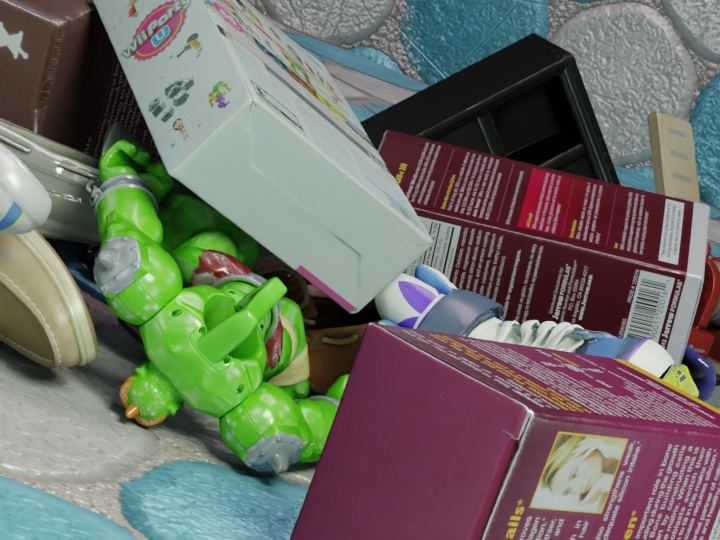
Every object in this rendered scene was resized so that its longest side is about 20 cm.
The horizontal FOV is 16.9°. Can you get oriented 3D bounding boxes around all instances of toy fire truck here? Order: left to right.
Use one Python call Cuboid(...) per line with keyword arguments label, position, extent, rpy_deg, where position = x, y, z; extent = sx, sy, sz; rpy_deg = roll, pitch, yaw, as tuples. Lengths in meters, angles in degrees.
Cuboid(label="toy fire truck", position=(0.245, 0.004, 1.775), extent=(0.175, 0.201, 0.128), rpy_deg=(11, 15, -47))

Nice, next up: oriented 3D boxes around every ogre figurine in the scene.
Cuboid(label="ogre figurine", position=(-0.074, 0.028, 1.240), extent=(0.098, 0.201, 0.120), rpy_deg=(-18, 12, 17))

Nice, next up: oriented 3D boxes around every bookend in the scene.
Cuboid(label="bookend", position=(0.119, -0.074, 2.157), extent=(0.199, 0.200, 0.092), rpy_deg=(-27, 24, -10))

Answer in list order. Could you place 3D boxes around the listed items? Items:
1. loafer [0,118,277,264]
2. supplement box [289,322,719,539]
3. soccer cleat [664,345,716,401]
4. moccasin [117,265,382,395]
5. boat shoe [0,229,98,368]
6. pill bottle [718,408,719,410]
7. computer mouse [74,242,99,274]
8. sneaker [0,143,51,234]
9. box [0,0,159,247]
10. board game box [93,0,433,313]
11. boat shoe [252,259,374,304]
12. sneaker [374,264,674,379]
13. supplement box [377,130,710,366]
Cuboid(label="loafer", position=(-0.134, -0.046, 1.331), extent=(0.199, 0.070, 0.070), rpy_deg=(10, 7, -13))
Cuboid(label="supplement box", position=(0.078, 0.109, 1.084), extent=(0.103, 0.132, 0.199), rpy_deg=(28, 11, 40))
Cuboid(label="soccer cleat", position=(0.154, 0.061, 1.430), extent=(0.083, 0.065, 0.200), rpy_deg=(10, 4, 26))
Cuboid(label="moccasin", position=(-0.052, 0.028, 1.374), extent=(0.201, 0.078, 0.074), rpy_deg=(14, 15, -38))
Cuboid(label="boat shoe", position=(-0.210, 0.002, 1.244), extent=(0.065, 0.072, 0.200), rpy_deg=(-32, 46, -29))
Cuboid(label="pill bottle", position=(0.210, 0.138, 1.257), extent=(0.111, 0.113, 0.200), rpy_deg=(22, 10, 4))
Cuboid(label="computer mouse", position=(-0.147, -0.037, 1.583), extent=(0.138, 0.053, 0.200), rpy_deg=(13, 13, -36))
Cuboid(label="sneaker", position=(-0.241, -0.026, 1.193), extent=(0.199, 0.105, 0.076), rpy_deg=(15, -25, 41))
Cuboid(label="box", position=(-0.217, -0.125, 1.462), extent=(0.163, 0.167, 0.200), rpy_deg=(25, 24, 15))
Cuboid(label="board game box", position=(-0.058, -0.085, 1.318), extent=(0.147, 0.064, 0.200), rpy_deg=(39, 14, -36))
Cuboid(label="boat shoe", position=(0.000, 0.000, 1.481), extent=(0.199, 0.071, 0.070), rpy_deg=(-3, -22, -11))
Cuboid(label="sneaker", position=(0.067, 0.049, 1.272), extent=(0.146, 0.081, 0.200), rpy_deg=(41, -25, 1))
Cuboid(label="supplement box", position=(0.097, -0.015, 1.396), extent=(0.199, 0.061, 0.109), rpy_deg=(14, 26, 4))
